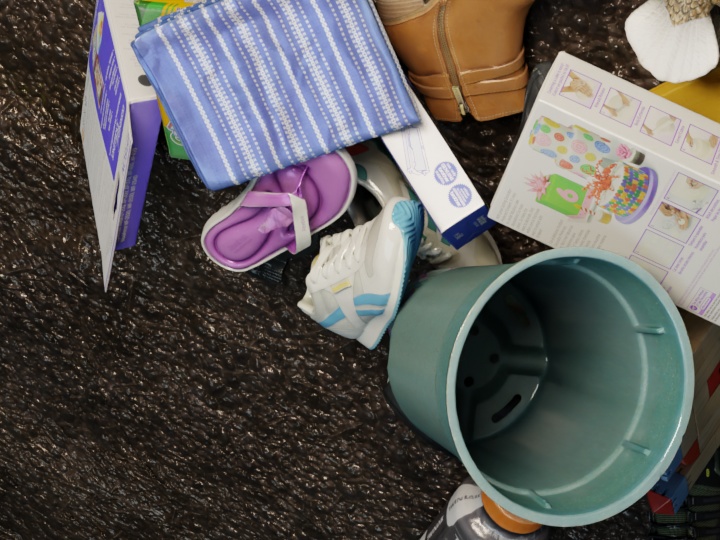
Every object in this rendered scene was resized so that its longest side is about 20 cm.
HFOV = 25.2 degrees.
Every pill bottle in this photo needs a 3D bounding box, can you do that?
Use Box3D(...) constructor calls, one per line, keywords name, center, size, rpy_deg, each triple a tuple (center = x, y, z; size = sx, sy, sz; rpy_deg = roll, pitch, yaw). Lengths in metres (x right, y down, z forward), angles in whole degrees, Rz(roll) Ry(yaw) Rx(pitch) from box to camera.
Box3D(name="pill bottle", center=(0.127, 0.270, 1.635), size=(0.106, 0.106, 0.201), rpy_deg=(31, 139, 3))

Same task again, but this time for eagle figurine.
Box3D(name="eagle figurine", center=(0.228, -0.231, 1.062), size=(0.151, 0.200, 0.152), rpy_deg=(-24, 74, 10))

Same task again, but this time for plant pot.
Box3D(name="plant pot", center=(0.121, 0.076, 1.241), size=(0.200, 0.200, 0.196), rpy_deg=(48, 169, -17))

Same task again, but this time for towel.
Box3D(name="towel", center=(-0.068, -0.148, 1.223), size=(0.199, 0.024, 0.146), rpy_deg=(-16, 109, 28))

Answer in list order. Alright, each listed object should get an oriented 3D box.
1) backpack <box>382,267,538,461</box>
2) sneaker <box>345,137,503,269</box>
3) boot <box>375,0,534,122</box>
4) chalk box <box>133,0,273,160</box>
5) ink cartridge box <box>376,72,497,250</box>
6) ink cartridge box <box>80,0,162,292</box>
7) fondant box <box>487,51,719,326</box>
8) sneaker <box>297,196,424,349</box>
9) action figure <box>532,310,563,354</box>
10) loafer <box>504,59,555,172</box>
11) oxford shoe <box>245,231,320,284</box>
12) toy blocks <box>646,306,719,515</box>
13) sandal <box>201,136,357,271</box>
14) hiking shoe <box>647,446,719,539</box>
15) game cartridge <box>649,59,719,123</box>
Box3D(name="backpack", center=(0.110, 0.086, 1.429), size=(0.199, 0.127, 0.167), rpy_deg=(26, 138, -31))
Box3D(name="sneaker", center=(0.037, -0.036, 1.408), size=(0.200, 0.094, 0.070), rpy_deg=(45, 138, -13))
Box3D(name="boot", center=(0.107, -0.183, 1.238), size=(0.198, 0.077, 0.156), rpy_deg=(-2, 130, 30))
Box3D(name="chalk box", center=(-0.092, -0.165, 1.338), size=(0.123, 0.125, 0.201), rpy_deg=(9, 133, 18))
Box3D(name="ink cartridge box", center=(0.035, -0.116, 1.273), size=(0.044, 0.094, 0.201), rpy_deg=(-33, 78, 5))
Box3D(name="ink cartridge box", center=(-0.210, -0.119, 1.424), size=(0.043, 0.201, 0.199), rpy_deg=(-1, 142, -18))
Box3D(name="fondant box", center=(0.207, -0.057, 1.174), size=(0.199, 0.058, 0.145), rpy_deg=(25, 145, 4))
Box3D(name="sneaker", center=(0.000, 0.000, 1.337), size=(0.080, 0.077, 0.200), rpy_deg=(22, 148, -2))
Box3D(name="action figure", center=(0.207, -0.015, 1.299), size=(0.118, 0.054, 0.201), rpy_deg=(54, 137, 25))
Box3D(name="loafer", center=(0.154, -0.083, 1.283), size=(0.067, 0.071, 0.201), rpy_deg=(-6, 147, -4))
Box3D(name="oxford shoe", center=(-0.070, -0.054, 1.442), size=(0.072, 0.085, 0.200), rpy_deg=(30, 163, -8))
Box3D(name="toy blocks", center=(0.263, 0.111, 1.350), size=(0.099, 0.137, 0.201), rpy_deg=(22, 149, 33))
Box3D(name="sandal", center=(-0.068, -0.042, 1.321), size=(0.082, 0.050, 0.203), rpy_deg=(31, 141, -15))
Box3D(name="hiking shoe", center=(0.302, 0.226, 1.485), size=(0.075, 0.101, 0.201), rpy_deg=(-9, 124, 37))
Box3D(name="game cartridge", center=(0.300, -0.071, 1.260), size=(0.176, 0.032, 0.200), rpy_deg=(-24, 111, 44))
